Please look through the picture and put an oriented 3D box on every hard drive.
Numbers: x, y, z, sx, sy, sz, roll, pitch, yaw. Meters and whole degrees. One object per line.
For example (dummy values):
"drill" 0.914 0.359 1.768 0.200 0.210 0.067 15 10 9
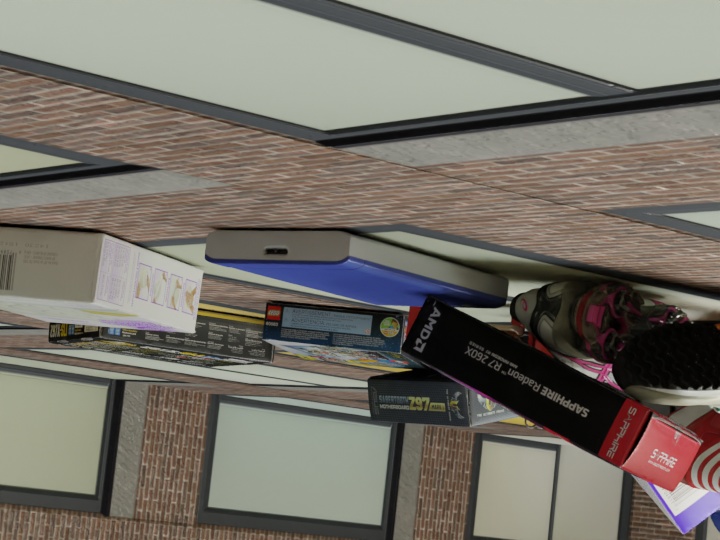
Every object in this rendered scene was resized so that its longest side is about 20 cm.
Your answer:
"hard drive" 0.000 0.000 1.535 0.131 0.026 0.199 1 171 37

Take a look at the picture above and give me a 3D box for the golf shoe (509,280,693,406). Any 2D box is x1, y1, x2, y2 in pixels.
"golf shoe" 0.193 0.049 1.607 0.092 0.073 0.200 9 166 37

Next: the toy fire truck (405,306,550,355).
"toy fire truck" 0.125 0.057 1.805 0.140 0.049 0.200 5 174 17

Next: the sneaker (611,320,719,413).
"sneaker" 0.277 0.088 1.552 0.198 0.071 0.094 -7 135 -17

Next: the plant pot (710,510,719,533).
"plant pot" 0.488 0.212 2.227 0.199 0.181 0.200 2 172 32

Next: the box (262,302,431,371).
"box" -0.008 0.067 2.067 0.136 0.038 0.200 5 173 11

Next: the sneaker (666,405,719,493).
"sneaker" 0.334 0.124 1.650 0.200 0.079 0.115 -35 -145 -26

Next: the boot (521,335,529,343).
"boot" 0.226 0.114 2.074 0.198 0.077 0.168 -1 169 8

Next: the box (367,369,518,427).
"box" 0.131 0.122 2.174 0.199 0.051 0.157 -8 -175 -39

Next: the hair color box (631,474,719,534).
"hair color box" 0.307 0.187 2.214 0.065 0.110 0.200 -36 -162 -1

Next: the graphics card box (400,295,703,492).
"graphics card box" 0.139 0.090 1.529 0.199 0.051 0.125 29 -179 28

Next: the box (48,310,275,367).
"box" -0.211 0.066 2.214 0.199 0.050 0.159 10 170 -27

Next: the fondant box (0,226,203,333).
"fondant box" -0.232 0.008 1.693 0.143 0.059 0.200 4 174 19

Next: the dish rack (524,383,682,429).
"dish rack" 0.218 0.128 1.845 0.153 0.055 0.200 15 171 -27

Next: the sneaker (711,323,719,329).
"sneaker" 0.290 0.080 1.768 0.077 0.073 0.200 15 173 12
